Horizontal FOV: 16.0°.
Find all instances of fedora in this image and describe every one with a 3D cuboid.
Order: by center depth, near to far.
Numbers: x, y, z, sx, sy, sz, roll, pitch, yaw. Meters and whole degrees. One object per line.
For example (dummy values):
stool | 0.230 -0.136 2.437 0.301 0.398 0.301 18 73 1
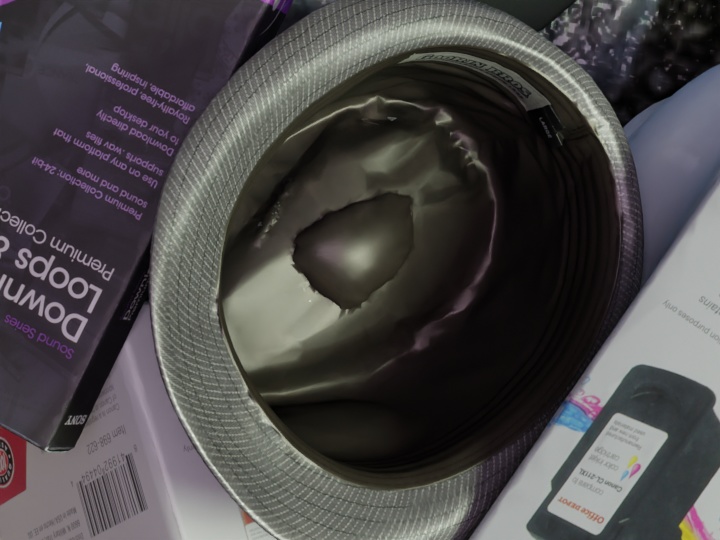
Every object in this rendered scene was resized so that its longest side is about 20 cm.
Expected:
fedora | 0.000 0.000 0.866 0.200 0.090 0.177 -48 110 -21

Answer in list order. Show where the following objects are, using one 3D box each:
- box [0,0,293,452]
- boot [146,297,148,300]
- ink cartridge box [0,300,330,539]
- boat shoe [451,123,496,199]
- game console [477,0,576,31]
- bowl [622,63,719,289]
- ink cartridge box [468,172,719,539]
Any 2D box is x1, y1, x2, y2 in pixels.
box | -0.118 -0.059 0.867 0.142 0.036 0.201 27 94 11
boot | -0.022 -0.044 1.001 0.199 0.097 0.075 -28 93 -30
ink cartridge box | -0.063 0.122 0.937 0.083 0.145 0.201 -9 78 -36
boat shoe | 0.048 0.021 0.972 0.072 0.067 0.201 -11 122 -38
game console | 0.085 -0.170 0.892 0.200 0.117 0.176 -39 123 16
bowl | 0.143 -0.007 0.978 0.200 0.090 0.202 -25 130 -32
ink cartridge box | 0.122 0.083 0.870 0.083 0.146 0.200 35 91 30
